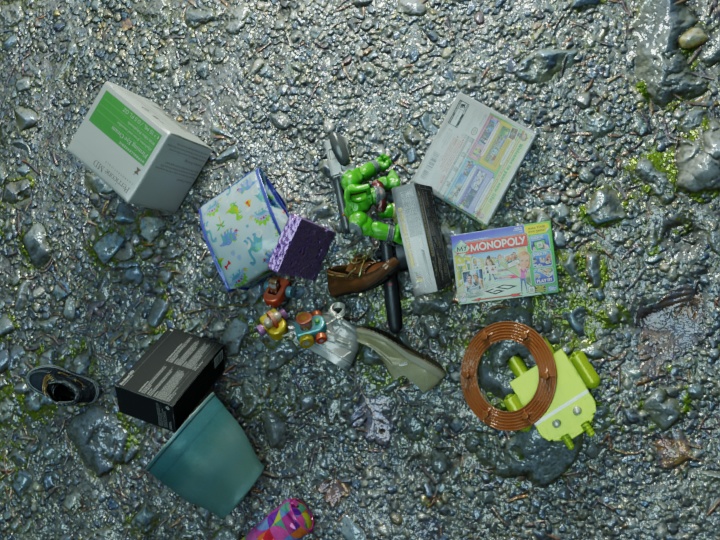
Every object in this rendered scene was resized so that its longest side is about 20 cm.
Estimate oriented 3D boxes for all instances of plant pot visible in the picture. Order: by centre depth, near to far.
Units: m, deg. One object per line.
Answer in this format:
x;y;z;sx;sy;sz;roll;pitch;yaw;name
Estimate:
-0.303;0.390;1.509;0.188;0.200;0.201;43;99;0;plant pot

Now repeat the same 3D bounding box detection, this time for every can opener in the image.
0.064;0.024;1.480;0.076;0.063;0.207;-2;86;18;can opener
-0.037;-0.182;1.519;0.052;0.067;0.206;-13;83;15;can opener

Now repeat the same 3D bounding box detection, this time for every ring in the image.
0.275;0.198;1.399;0.196;0.019;0.207;-6;79;36;ring

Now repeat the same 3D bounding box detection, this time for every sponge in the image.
-0.113;-0.043;1.465;0.029;0.199;0.114;26;93;17;sponge

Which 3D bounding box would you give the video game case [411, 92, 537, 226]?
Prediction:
0.224;-0.221;1.469;0.179;0.022;0.204;31;95;16;video game case

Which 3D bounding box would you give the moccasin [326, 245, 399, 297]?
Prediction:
0.001;-0.001;1.457;0.199;0.072;0.080;-13;98;56;moccasin

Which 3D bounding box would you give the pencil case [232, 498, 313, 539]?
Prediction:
-0.189;0.550;1.517;0.198;0.088;0.089;-38;78;9;pencil case

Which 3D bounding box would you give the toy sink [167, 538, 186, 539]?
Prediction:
-0.437;0.690;1.566;0.127;0.112;0.207;-10;84;16;toy sink

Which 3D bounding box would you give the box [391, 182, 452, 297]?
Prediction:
0.120;-0.059;1.409;0.047;0.158;0.206;-13;90;18;box

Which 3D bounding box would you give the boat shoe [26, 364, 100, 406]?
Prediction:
-0.693;0.259;1.675;0.194;0.091;0.073;8;89;17;boat shoe

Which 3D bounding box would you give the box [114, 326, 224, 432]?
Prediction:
-0.389;0.220;1.530;0.138;0.201;0.081;17;127;15;box

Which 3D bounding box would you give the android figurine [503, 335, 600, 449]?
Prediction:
0.363;0.234;1.395;0.180;0.041;0.203;-32;77;12;android figurine

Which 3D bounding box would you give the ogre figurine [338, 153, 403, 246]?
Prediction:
0.023;-0.141;1.458;0.116;0.098;0.207;-4;80;-15;ogre figurine

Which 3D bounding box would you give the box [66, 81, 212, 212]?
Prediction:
-0.466;-0.257;1.581;0.197;0.199;0.173;37;99;13;box

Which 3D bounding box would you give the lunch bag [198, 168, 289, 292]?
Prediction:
-0.231;-0.083;1.540;0.167;0.127;0.204;-30;83;13;lunch bag

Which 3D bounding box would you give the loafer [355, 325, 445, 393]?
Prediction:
0.070;0.176;1.456;0.196;0.076;0.070;29;94;7;loafer

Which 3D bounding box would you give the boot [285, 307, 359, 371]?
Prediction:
-0.087;0.119;1.525;0.196;0.074;0.097;27;82;13;boot

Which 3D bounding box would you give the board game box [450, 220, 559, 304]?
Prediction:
0.279;-0.013;1.438;0.194;0.029;0.139;-8;86;16;board game box

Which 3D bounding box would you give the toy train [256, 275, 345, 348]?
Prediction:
-0.135;0.072;1.493;0.195;0.056;0.152;16;57;26;toy train
